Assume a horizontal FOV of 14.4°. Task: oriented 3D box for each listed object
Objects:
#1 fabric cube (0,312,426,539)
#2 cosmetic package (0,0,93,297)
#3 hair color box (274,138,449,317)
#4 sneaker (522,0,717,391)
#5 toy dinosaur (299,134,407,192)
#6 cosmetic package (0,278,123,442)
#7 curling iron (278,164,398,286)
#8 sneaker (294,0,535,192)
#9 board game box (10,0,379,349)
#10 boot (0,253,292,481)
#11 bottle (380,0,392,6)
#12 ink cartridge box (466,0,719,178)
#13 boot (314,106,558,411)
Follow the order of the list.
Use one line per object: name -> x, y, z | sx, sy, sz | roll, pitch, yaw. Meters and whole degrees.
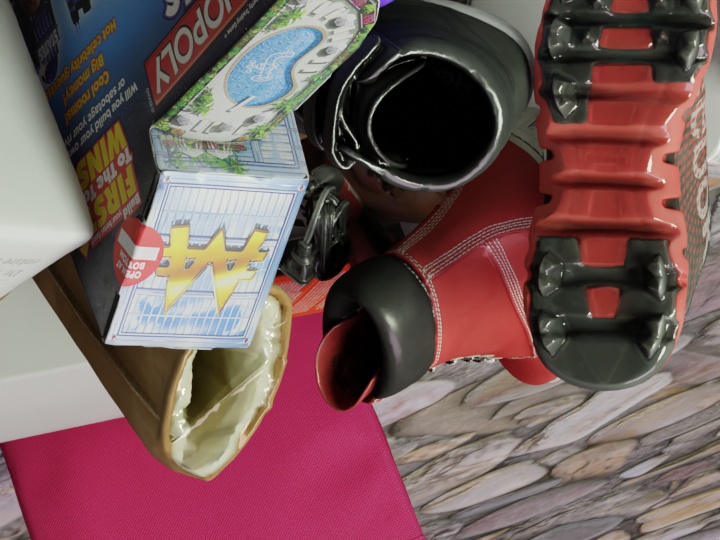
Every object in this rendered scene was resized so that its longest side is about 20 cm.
fabric cube -> -0.084, 0.113, 1.555 | 0.196, 0.200, 0.200 | -22, 164, -3
cosmetic package -> -0.231, -0.041, 0.929 | 0.200, 0.167, 0.167 | -31, 161, 27
hair color box -> -0.015, -0.037, 1.340 | 0.200, 0.102, 0.061 | -11, 160, -37
sneaker -> 0.107, -0.053, 1.148 | 0.071, 0.201, 0.098 | 5, -179, 12
toy dinosaur -> -0.011, -0.089, 1.222 | 0.200, 0.086, 0.136 | -19, 153, -38
cosmetic package -> -0.184, 0.035, 1.378 | 0.200, 0.085, 0.108 | -11, 161, -34
curling iron -> 0.000, 0.000, 1.263 | 0.050, 0.026, 0.200 | -56, 159, -4
sneaker -> -0.028, -0.081, 1.095 | 0.199, 0.071, 0.099 | 10, -164, -3
board game box -> -0.055, -0.086, 0.942 | 0.062, 0.200, 0.200 | 2, 153, -35
boot -> -0.109, 0.007, 1.082 | 0.066, 0.200, 0.175 | -20, 142, -28
bottle -> 0.005, -0.164, 0.990 | 0.065, 0.084, 0.200 | -7, 160, -14
ink cartridge box -> 0.153, -0.088, 1.310 | 0.144, 0.084, 0.200 | 11, -178, 31
boot -> 0.038, 0.026, 1.266 | 0.144, 0.072, 0.200 | -42, 158, -15
